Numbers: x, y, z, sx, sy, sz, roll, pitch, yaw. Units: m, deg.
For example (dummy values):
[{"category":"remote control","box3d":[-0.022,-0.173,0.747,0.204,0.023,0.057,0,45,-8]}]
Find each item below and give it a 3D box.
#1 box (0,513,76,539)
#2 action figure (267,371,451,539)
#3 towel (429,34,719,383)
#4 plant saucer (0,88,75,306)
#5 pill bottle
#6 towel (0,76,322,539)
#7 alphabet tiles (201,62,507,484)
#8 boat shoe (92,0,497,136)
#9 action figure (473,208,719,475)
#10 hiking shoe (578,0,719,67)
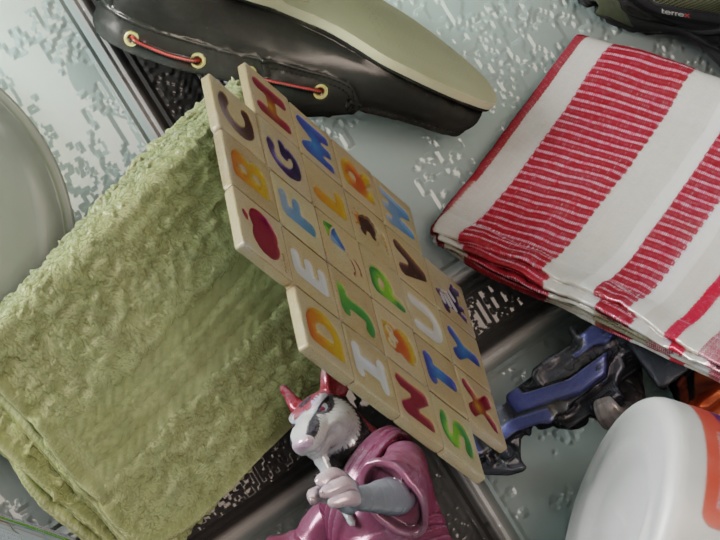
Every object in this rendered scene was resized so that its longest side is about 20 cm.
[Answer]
[{"category":"box","box3d":[-0.206,0.129,0.851,0.199,0.176,0.097,20,87,-15]},{"category":"action figure","box3d":[0.024,0.130,0.945,0.148,0.134,0.201,-13,80,-33]},{"category":"towel","box3d":[0.145,-0.033,1.012,0.199,0.023,0.144,25,67,34]},{"category":"plant saucer","box3d":[-0.219,-0.012,0.944,0.198,0.050,0.202,3,80,-17]},{"category":"pill bottle","box3d":[0.198,0.137,0.950,0.199,0.111,0.112,20,75,-13]},{"category":"towel","box3d":[-0.081,0.026,0.973,0.200,0.036,0.149,-48,116,-16]},{"category":"alphabet tiles","box3d":[0.000,0.000,0.953,0.200,0.006,0.167,39,28,-42]},{"category":"boat shoe","box3d":[-0.029,-0.105,1.018,0.200,0.074,0.063,19,114,-25]},{"category":"action figure","box3d":[0.143,0.062,1.046,0.199,0.105,0.194,-28,83,5]},{"category":"hiking shoe","box3d":[0.206,-0.138,1.076,0.198,0.101,0.076,13,78,-16]}]
